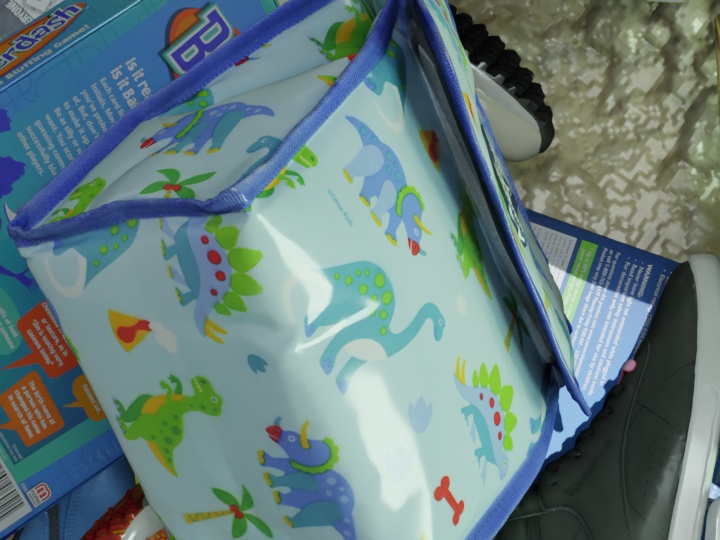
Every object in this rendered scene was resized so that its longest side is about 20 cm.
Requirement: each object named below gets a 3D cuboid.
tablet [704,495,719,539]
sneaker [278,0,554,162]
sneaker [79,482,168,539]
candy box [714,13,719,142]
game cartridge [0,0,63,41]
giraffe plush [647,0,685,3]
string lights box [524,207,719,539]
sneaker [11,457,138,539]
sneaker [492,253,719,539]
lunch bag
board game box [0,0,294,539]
[{"bbox_3d":[0.186,0.158,1.101,0.014,0.200,0.131,-1,79,43],"label":"tablet"},{"bbox_3d":[-0.022,-0.079,1.183,0.199,0.070,0.094,28,106,2],"label":"sneaker"},{"bbox_3d":[-0.038,0.086,1.111,0.077,0.073,0.200,51,44,-8],"label":"sneaker"},{"bbox_3d":[0.194,-0.022,1.083,0.115,0.055,0.201,-19,51,27],"label":"candy box"},{"bbox_3d":[-0.159,-0.094,1.156,0.200,0.041,0.133,42,92,28],"label":"game cartridge"},{"bbox_3d":[0.052,-0.170,1.046,0.172,0.162,0.201,-15,101,37],"label":"giraffe plush"},{"bbox_3d":[0.117,0.050,1.162,0.199,0.059,0.103,20,82,2],"label":"string lights box"},{"bbox_3d":[-0.126,0.020,1.162,0.078,0.066,0.201,-11,83,0],"label":"sneaker"},{"bbox_3d":[0.079,0.076,1.081,0.099,0.071,0.201,11,65,8],"label":"sneaker"},{"bbox_3d":[0.000,0.000,1.031,0.127,0.200,0.171,-8,116,34],"label":"lunch bag"},{"bbox_3d":[-0.099,-0.014,1.081,0.200,0.045,0.152,-34,117,-13],"label":"board game box"}]
